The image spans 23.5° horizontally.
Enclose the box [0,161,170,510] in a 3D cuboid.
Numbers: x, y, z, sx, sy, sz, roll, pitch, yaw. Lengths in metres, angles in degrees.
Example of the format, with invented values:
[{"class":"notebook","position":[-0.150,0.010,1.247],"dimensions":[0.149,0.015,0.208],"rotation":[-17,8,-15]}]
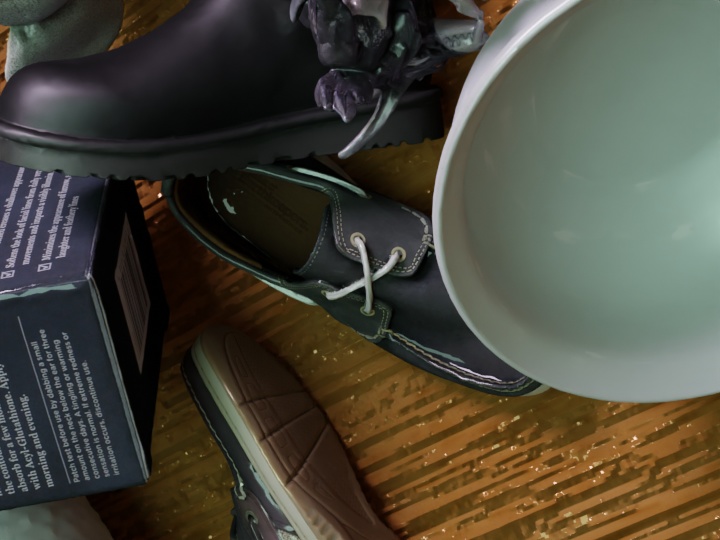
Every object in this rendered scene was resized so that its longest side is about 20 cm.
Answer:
[{"class":"box","position":[-0.197,0.031,0.783],"dimensions":[0.198,0.149,0.108],"rotation":[-10,117,3]}]

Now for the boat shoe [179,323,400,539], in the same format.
[{"class":"boat shoe","position":[-0.030,0.120,0.809],"dimensions":[0.065,0.072,0.201],"rotation":[-36,88,23]}]

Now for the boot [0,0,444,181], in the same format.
[{"class":"boot","position":[-0.061,-0.126,0.727],"dimensions":[0.079,0.210,0.159],"rotation":[-156,59,-65]}]

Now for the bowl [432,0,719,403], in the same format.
[{"class":"bowl","position":[0.117,-0.054,0.662],"dimensions":[0.199,0.091,0.202],"rotation":[-6,128,-7]}]

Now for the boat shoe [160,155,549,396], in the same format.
[{"class":"boat shoe","position":[0.000,0.000,0.772],"dimensions":[0.199,0.068,0.072],"rotation":[32,111,18]}]

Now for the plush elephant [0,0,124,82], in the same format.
[{"class":"plush elephant","position":[-0.163,-0.170,0.764],"dimensions":[0.198,0.156,0.165],"rotation":[13,144,12]}]

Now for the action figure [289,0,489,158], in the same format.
[{"class":"action figure","position":[0.021,-0.131,0.628],"dimensions":[0.101,0.119,0.201],"rotation":[5,131,11]}]

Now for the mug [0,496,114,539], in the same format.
[{"class":"mug","position":[-0.201,0.171,0.880],"dimensions":[0.176,0.147,0.200],"rotation":[56,149,17]}]
